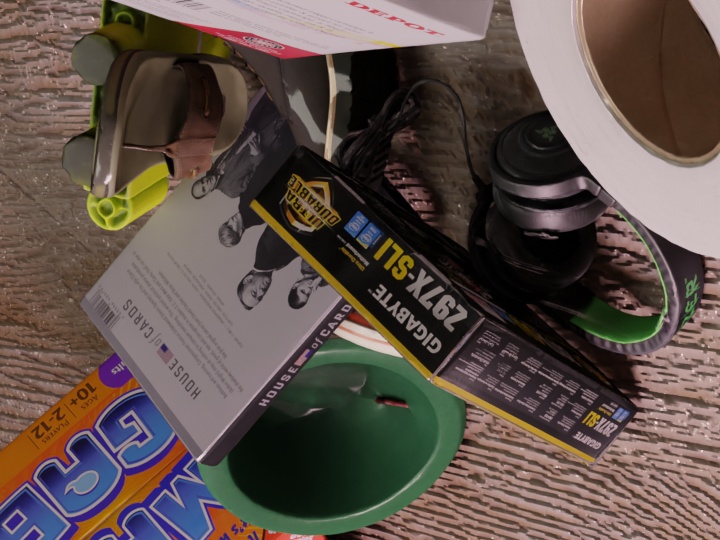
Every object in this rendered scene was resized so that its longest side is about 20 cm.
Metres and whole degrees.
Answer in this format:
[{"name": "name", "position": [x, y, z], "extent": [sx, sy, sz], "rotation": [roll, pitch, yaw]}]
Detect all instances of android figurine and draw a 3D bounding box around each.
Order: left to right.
[{"name": "android figurine", "position": [-0.126, -0.119, 1.609], "extent": [0.041, 0.200, 0.182], "rotation": [12, 111, 14]}]

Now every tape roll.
[{"name": "tape roll", "position": [0.156, -0.110, 1.209], "extent": [0.202, 0.071, 0.203], "rotation": [44, 150, 33]}]

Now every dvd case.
[{"name": "dvd case", "position": [-0.069, -0.003, 1.618], "extent": [0.025, 0.200, 0.150], "rotation": [21, -156, -54]}]

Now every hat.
[{"name": "hat", "position": [-0.035, 0.059, 1.730], "extent": [0.200, 0.165, 0.176], "rotation": [-44, 34, 27]}]

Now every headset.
[{"name": "headset", "position": [0.085, -0.027, 1.399], "extent": [0.200, 0.094, 0.124], "rotation": [39, 149, 17]}]

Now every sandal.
[{"name": "sandal", "position": [-0.101, -0.089, 1.536], "extent": [0.057, 0.201, 0.080], "rotation": [14, 107, 19]}]

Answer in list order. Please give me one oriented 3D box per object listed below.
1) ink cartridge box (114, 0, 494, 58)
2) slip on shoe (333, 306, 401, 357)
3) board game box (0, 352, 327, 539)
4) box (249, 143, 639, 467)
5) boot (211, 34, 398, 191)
[{"name": "ink cartridge box", "position": [-0.030, -0.195, 1.315], "extent": [0.200, 0.145, 0.145], "rotation": [3, 78, 58]}, {"name": "slip on shoe", "position": [0.000, 0.000, 1.623], "extent": [0.200, 0.074, 0.061], "rotation": [34, 115, 36]}, {"name": "board game box", "position": [-0.143, 0.210, 1.883], "extent": [0.200, 0.200, 0.200], "rotation": [45, 171, 31]}, {"name": "box", "position": [0.048, 0.021, 1.448], "extent": [0.160, 0.049, 0.200], "rotation": [46, -171, 33]}, {"name": "boot", "position": [-0.055, -0.124, 1.521], "extent": [0.138, 0.077, 0.200], "rotation": [12, 120, 19]}]
